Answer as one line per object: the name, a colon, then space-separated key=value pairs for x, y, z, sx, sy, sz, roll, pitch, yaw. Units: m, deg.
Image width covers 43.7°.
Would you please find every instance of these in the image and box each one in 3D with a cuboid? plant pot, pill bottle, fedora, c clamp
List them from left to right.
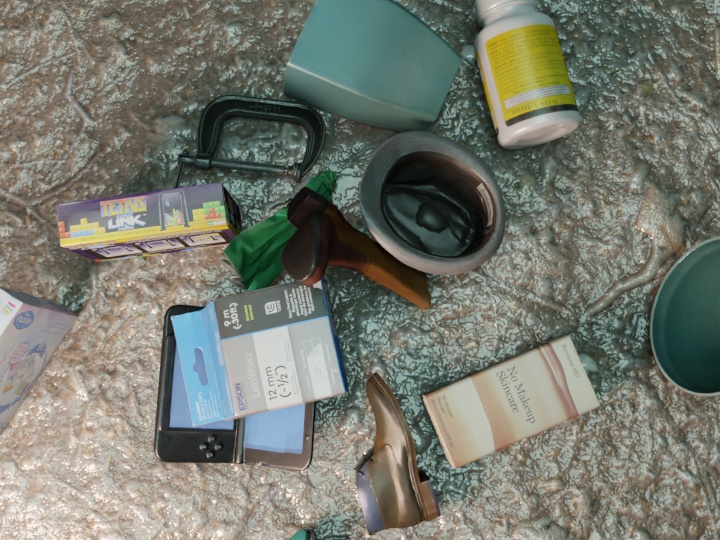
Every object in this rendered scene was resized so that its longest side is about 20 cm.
c clamp: x=-0.147 y=-0.160 z=1.205 sx=0.200 sy=0.027 sz=0.171 roll=1 pitch=67 yaw=-1
plant pot: x=0.019 y=-0.268 z=1.179 sx=0.200 sy=0.141 sz=0.141 roll=25 pitch=83 yaw=-5
fedora: x=0.087 y=-0.079 z=1.167 sx=0.200 sy=0.090 sz=0.177 roll=22 pitch=76 yaw=-8
pill bottle: x=0.213 y=-0.271 z=1.189 sx=0.111 sy=0.111 sz=0.200 roll=-14 pitch=84 yaw=-2
plant pot: x=0.486 y=0.071 z=1.124 sx=0.134 sy=0.200 sz=0.201 roll=17 pitch=82 yaw=-26

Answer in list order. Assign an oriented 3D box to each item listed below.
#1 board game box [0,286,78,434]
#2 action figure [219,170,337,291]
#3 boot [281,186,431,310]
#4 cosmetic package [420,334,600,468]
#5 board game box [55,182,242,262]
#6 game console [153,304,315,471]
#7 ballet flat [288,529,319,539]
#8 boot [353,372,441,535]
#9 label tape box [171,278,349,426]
board game box: x=-0.443 y=0.121 z=1.088 sx=0.043 sy=0.200 sz=0.199 roll=32 pitch=83 yaw=4
action figure: x=-0.097 y=-0.060 z=1.174 sx=0.055 sy=0.118 sz=0.200 roll=29 pitch=65 yaw=31
boot: x=0.000 y=0.000 z=1.095 sx=0.200 sy=0.188 sz=0.068 roll=34 pitch=106 yaw=-21
cosmetic package: x=0.188 y=0.167 z=1.146 sx=0.200 sy=0.087 sz=0.103 roll=-24 pitch=83 yaw=-4
board game box: x=-0.257 y=-0.058 z=1.130 sx=0.200 sy=0.165 sz=0.057 roll=-8 pitch=83 yaw=-2
game console: x=-0.155 y=0.144 z=1.124 sx=0.171 sy=0.118 sz=0.200 roll=7 pitch=81 yaw=-27
ballet flat: x=-0.120 y=0.413 z=1.125 sx=0.200 sy=0.072 sz=0.072 roll=-40 pitch=85 yaw=-4
boot: x=0.024 y=0.236 z=1.142 sx=0.097 sy=0.075 sz=0.200 roll=-21 pitch=85 yaw=-6
label tape box: x=-0.125 y=0.100 z=1.087 sx=0.200 sy=0.066 sz=0.143 roll=-12 pitch=82 yaw=0
